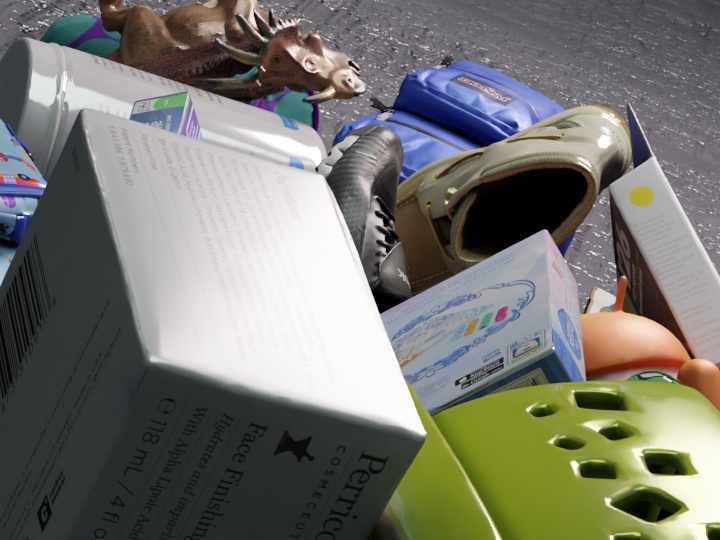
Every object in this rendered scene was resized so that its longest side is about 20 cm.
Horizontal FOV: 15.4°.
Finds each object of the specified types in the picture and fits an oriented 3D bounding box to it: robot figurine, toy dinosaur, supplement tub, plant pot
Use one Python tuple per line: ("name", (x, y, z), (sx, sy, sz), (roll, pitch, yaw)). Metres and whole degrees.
("robot figurine", (0.137, 0.110, 1.450), (0.116, 0.201, 0.144), (-11, -20, -6))
("toy dinosaur", (-0.106, -0.138, 1.699), (0.136, 0.199, 0.086), (-96, 162, -48))
("supplement tub", (-0.132, -0.054, 1.634), (0.199, 0.132, 0.132), (17, 19, -20))
("plant pot", (0.071, 0.165, 1.166), (0.181, 0.201, 0.199), (9, 22, -19))

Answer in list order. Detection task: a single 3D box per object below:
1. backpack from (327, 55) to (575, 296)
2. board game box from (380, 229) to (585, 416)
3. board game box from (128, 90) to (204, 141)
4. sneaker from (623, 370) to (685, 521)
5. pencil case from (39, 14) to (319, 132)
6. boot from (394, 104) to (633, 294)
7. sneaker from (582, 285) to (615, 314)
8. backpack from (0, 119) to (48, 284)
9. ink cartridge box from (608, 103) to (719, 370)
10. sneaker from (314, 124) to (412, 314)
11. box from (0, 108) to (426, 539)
("backpack", (0.051, -0.051, 1.801), (0.162, 0.168, 0.200), (22, 18, 18))
("board game box", (0.021, 0.068, 1.395), (0.043, 0.200, 0.199), (59, 12, -15))
("board game box", (-0.101, 0.011, 1.417), (0.034, 0.136, 0.200), (-9, 29, 11))
("sneaker", (0.157, 0.144, 1.329), (0.078, 0.201, 0.085), (4, 23, 24))
("pencil case", (-0.127, -0.115, 1.821), (0.200, 0.093, 0.085), (18, 44, 33))
("boot", (0.066, -0.028, 1.618), (0.072, 0.200, 0.155), (61, 18, -7))
("sneaker", (0.187, 0.060, 1.803), (0.090, 0.067, 0.200), (20, 14, 5))
("backpack", (-0.221, 0.011, 1.335), (0.182, 0.135, 0.200), (10, 25, -33))
("ink cartridge box", (0.187, 0.036, 1.611), (0.047, 0.198, 0.200), (-21, 52, -6))
("sneaker", (0.000, 0.000, 1.567), (0.090, 0.200, 0.067), (7, -35, 29))
("box", (-0.088, 0.073, 1.168), (0.130, 0.199, 0.200), (15, 29, -24))
